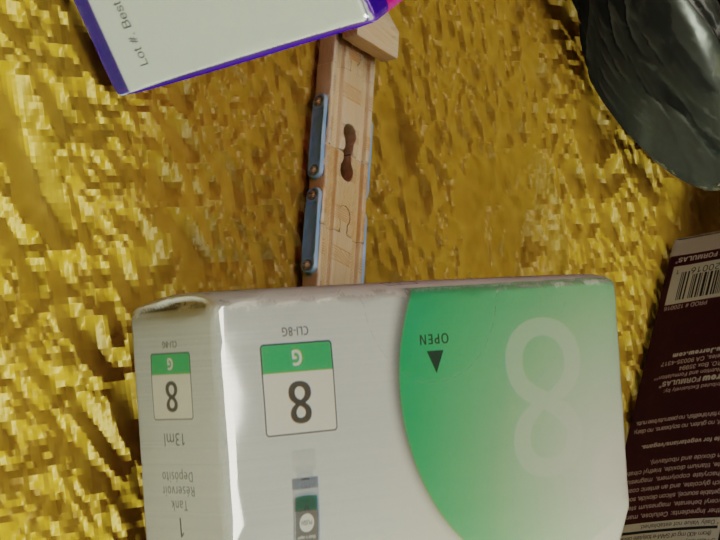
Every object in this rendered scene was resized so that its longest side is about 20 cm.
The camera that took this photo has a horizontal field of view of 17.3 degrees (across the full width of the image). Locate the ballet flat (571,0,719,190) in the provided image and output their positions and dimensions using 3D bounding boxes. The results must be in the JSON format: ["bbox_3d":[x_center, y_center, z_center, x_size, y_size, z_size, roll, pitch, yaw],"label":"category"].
[{"bbox_3d":[0.108,-0.120,0.916,0.057,0.066,0.201,-51,121,-44],"label":"ballet flat"}]

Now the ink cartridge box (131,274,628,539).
[{"bbox_3d":[0.014,0.104,0.713,0.160,0.050,0.202,-3,86,-40],"label":"ink cartridge box"}]

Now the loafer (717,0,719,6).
[{"bbox_3d":[0.123,-0.195,0.915,0.063,0.072,0.201,-30,98,-11],"label":"loafer"}]

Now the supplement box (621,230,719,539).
[{"bbox_3d":[0.153,0.093,0.930,0.109,0.061,0.201,46,48,-37],"label":"supplement box"}]

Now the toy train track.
[{"bbox_3d":[0.000,0.000,0.770,0.114,0.032,0.202,26,60,-48],"label":"toy train track"}]

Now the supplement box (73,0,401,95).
[{"bbox_3d":[-0.007,-0.147,0.741,0.200,0.103,0.102,-45,116,-50],"label":"supplement box"}]
